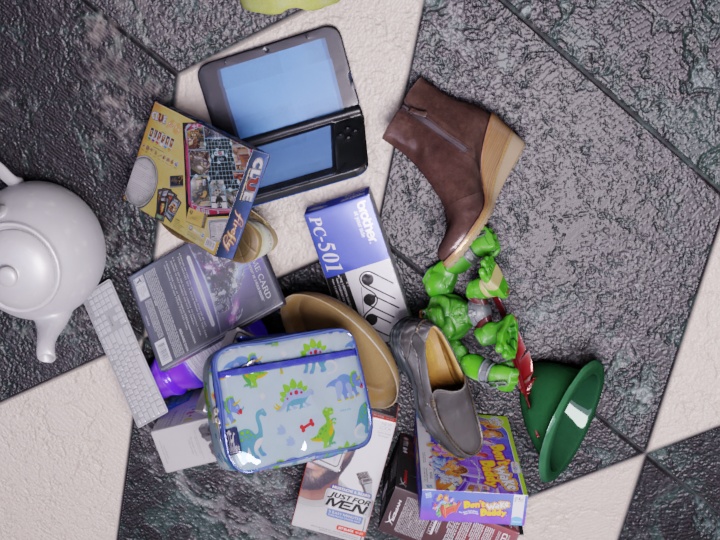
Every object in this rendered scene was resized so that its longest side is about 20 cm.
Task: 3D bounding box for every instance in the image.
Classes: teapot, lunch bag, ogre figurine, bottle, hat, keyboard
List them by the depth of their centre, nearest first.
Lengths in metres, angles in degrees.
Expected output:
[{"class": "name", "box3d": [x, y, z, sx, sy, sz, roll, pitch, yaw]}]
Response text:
[{"class": "lunch bag", "box3d": [-0.090, 0.155, 1.194, 0.197, 0.082, 0.164, -6, 81, -23]}, {"class": "ogre figurine", "box3d": [0.140, 0.059, 1.273, 0.119, 0.098, 0.203, -16, 97, 38]}, {"class": "teapot", "box3d": [-0.440, -0.020, 1.286, 0.198, 0.146, 0.199, 29, 108, -4]}, {"class": "hat", "box3d": [0.223, 0.159, 1.336, 0.174, 0.165, 0.203, 25, 87, 30]}, {"class": "keyboard", "box3d": [-0.327, 0.114, 1.351, 0.056, 0.011, 0.203, -29, 83, 26]}, {"class": "bottle", "box3d": [-0.225, 0.118, 1.354, 0.199, 0.065, 0.084, -34, 98, 14]}]

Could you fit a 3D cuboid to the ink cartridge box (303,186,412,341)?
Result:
[{"class": "ink cartridge box", "box3d": [0.000, 0.000, 1.308, 0.092, 0.044, 0.203, -17, 106, 8]}]

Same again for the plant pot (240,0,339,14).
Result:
[{"class": "plant pot", "box3d": [-0.086, -0.403, 1.122, 0.196, 0.201, 0.187, -3, 119, 6]}]

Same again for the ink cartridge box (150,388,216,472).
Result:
[{"class": "ink cartridge box", "box3d": [-0.175, 0.203, 1.351, 0.197, 0.115, 0.069, -15, 107, 9]}]

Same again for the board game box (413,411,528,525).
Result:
[{"class": "board game box", "box3d": [0.140, 0.257, 1.293, 0.132, 0.200, 0.046, 3, 110, -1]}]

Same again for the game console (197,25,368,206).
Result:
[{"class": "game console", "box3d": [-0.101, -0.189, 1.222, 0.197, 0.172, 0.119, -15, 133, 10]}]

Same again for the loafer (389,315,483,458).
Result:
[{"class": "loafer", "box3d": [0.105, 0.152, 1.230, 0.072, 0.072, 0.202, -36, 103, -25]}]

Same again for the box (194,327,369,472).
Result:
[{"class": "box", "box3d": [-0.101, 0.169, 1.262, 0.198, 0.060, 0.118, 26, 74, -16]}]

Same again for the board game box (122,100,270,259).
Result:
[{"class": "board game box", "box3d": [-0.208, -0.116, 1.218, 0.199, 0.034, 0.137, 29, 102, 36]}]

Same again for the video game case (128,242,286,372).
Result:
[{"class": "video game case", "box3d": [-0.209, 0.027, 1.311, 0.198, 0.019, 0.145, -28, 72, 12]}]

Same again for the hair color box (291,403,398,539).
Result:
[{"class": "hair color box", "box3d": [-0.023, 0.277, 1.390, 0.109, 0.064, 0.203, 14, 107, 1]}]

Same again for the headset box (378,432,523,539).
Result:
[{"class": "headset box", "box3d": [0.130, 0.323, 1.347, 0.197, 0.149, 0.078, 20, 110, -1]}]

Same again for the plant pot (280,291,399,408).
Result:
[{"class": "plant pot", "box3d": [-0.023, 0.101, 1.294, 0.201, 0.199, 0.028, 49, 61, -10]}]

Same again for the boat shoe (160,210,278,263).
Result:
[{"class": "boat shoe", "box3d": [-0.193, -0.067, 1.276, 0.198, 0.066, 0.075, 32, 110, 25]}]

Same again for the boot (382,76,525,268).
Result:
[{"class": "boot", "box3d": [0.097, -0.123, 1.226, 0.165, 0.072, 0.202, 28, 80, 1]}]
